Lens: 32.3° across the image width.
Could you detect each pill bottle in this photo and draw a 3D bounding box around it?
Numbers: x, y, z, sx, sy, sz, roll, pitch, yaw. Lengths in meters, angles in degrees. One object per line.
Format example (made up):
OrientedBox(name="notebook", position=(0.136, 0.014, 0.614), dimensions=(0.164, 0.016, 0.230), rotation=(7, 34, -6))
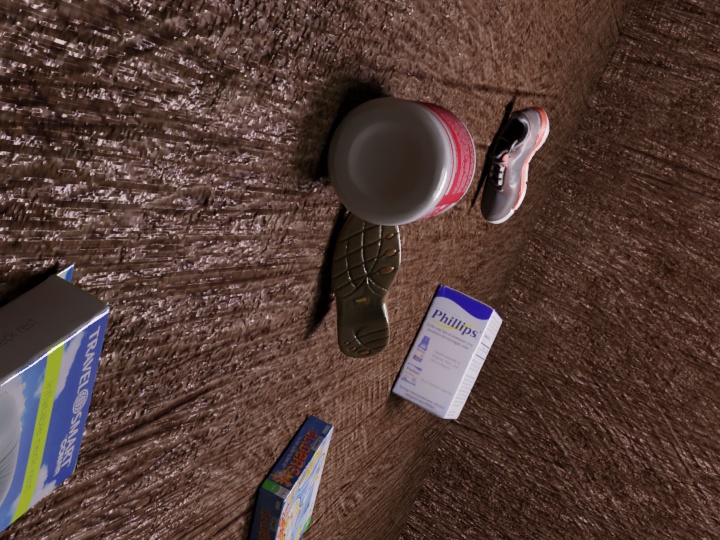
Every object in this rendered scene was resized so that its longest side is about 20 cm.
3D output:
OrientedBox(name="pill bottle", position=(0.047, -0.104, 1.175), dimensions=(0.113, 0.111, 0.200), rotation=(-68, 168, 12))

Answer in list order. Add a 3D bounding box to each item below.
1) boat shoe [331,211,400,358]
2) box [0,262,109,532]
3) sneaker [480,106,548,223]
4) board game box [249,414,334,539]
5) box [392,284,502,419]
OrientedBox(name="boat shoe", position=(0.000, 0.000, 1.317), dimensions=(0.068, 0.071, 0.202), rotation=(-102, -168, -49))
OrientedBox(name="box", position=(-0.198, 0.087, 0.642), dimensions=(0.200, 0.047, 0.123), rotation=(-43, 155, -60))
OrientedBox(name="sneaker", position=(0.225, -0.171, 1.978), dimensions=(0.081, 0.077, 0.202), rotation=(-2, 118, -46))
OrientedBox(name="board game box", position=(-0.092, 0.292, 1.532), dimensions=(0.136, 0.034, 0.201), rotation=(-53, 163, -46))
OrientedBox(name="box", position=(0.151, 0.143, 2.127), dimensions=(0.202, 0.104, 0.184), rotation=(-64, 168, -2))
